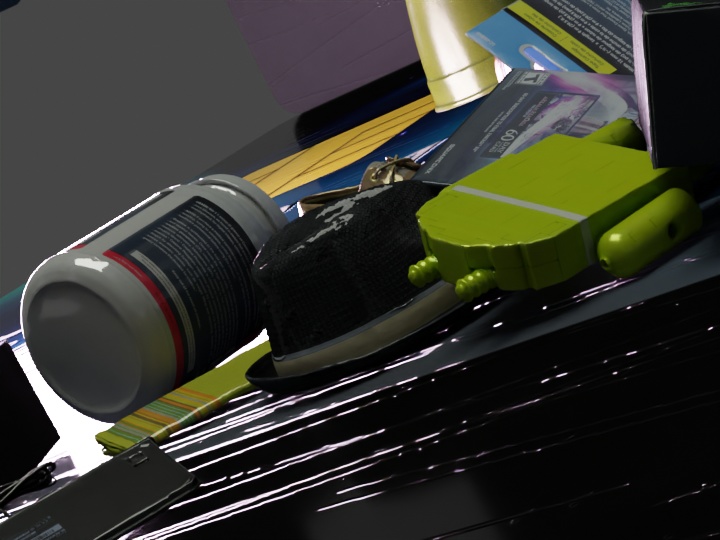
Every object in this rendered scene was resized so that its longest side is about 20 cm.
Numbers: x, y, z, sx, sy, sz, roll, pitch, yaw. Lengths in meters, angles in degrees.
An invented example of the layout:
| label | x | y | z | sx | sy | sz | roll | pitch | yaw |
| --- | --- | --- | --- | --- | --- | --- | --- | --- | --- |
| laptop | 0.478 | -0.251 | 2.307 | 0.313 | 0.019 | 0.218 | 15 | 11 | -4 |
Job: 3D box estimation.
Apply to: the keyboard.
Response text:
| label | x | y | z | sx | sy | sz | roll | pitch | yaw |
| --- | --- | --- | --- | --- | --- | --- | --- | --- | --- |
| keyboard | -0.202 | 0.159 | 1.318 | 0.200 | 0.021 | 0.127 | -29 | 30 | -20 |

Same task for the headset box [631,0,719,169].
| label | x | y | z | sx | sy | sz | roll | pitch | yaw |
| --- | --- | --- | --- | --- | --- | --- | --- | --- | --- |
| headset box | 0.248 | -0.122 | 1.275 | 0.174 | 0.093 | 0.200 | -4 | 11 | 7 |

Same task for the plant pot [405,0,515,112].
| label | x | y | z | sx | sy | sz | roll | pitch | yaw |
| --- | --- | --- | --- | --- | --- | --- | --- | --- | --- |
| plant pot | 0.142 | -0.330 | 2.769 | 0.200 | 0.193 | 0.200 | -27 | 8 | 4 |

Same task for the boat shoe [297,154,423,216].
| label | x | y | z | sx | sy | sz | roll | pitch | yaw |
| --- | --- | --- | --- | --- | --- | --- | --- | --- | --- |
| boat shoe | 0.024 | -0.063 | 1.906 | 0.200 | 0.066 | 0.074 | -22 | 10 | 34 |

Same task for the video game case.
| label | x | y | z | sx | sy | sz | roll | pitch | yaw |
| --- | --- | --- | --- | --- | --- | --- | --- | --- | --- |
| video game case | 0.150 | -0.087 | 1.482 | 0.200 | 0.019 | 0.143 | 7 | 42 | 39 |

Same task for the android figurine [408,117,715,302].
| label | x | y | z | sx | sy | sz | roll | pitch | yaw |
| --- | --- | --- | --- | --- | --- | --- | --- | --- | --- |
| android figurine | 0.119 | -0.036 | 1.348 | 0.200 | 0.041 | 0.182 | -31 | 28 | -30 |

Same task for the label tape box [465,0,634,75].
| label | x | y | z | sx | sy | sz | roll | pitch | yaw |
| --- | --- | --- | --- | --- | --- | --- | --- | --- | --- |
| label tape box | 0.204 | -0.179 | 1.794 | 0.200 | 0.143 | 0.066 | -32 | -35 | -25 |

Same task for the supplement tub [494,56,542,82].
| label | x | y | z | sx | sy | sz | roll | pitch | yaw |
| --- | --- | --- | --- | --- | --- | --- | --- | --- | --- |
| supplement tub | 0.208 | -0.202 | 1.990 | 0.122 | 0.123 | 0.200 | -30 | 9 | -23 |

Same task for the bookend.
| label | x | y | z | sx | sy | sz | roll | pitch | yaw |
| --- | --- | --- | --- | --- | --- | --- | --- | --- | --- |
| bookend | -0.351 | 0.155 | 1.641 | 0.200 | 0.092 | 0.199 | -26 | 8 | 11 |

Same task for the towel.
| label | x | y | z | sx | sy | sz | roll | pitch | yaw |
| --- | --- | --- | --- | --- | --- | --- | --- | --- | --- |
| towel | -0.090 | 0.081 | 1.552 | 0.200 | 0.018 | 0.086 | -29 | 14 | -19 |

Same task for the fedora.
| label | x | y | z | sx | sy | sz | roll | pitch | yaw |
| --- | --- | --- | --- | --- | --- | --- | --- | --- | --- |
| fedora | 0.000 | 0.000 | 1.458 | 0.200 | 0.092 | 0.201 | -25 | 11 | 5 |

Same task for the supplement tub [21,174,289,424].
| label | x | y | z | sx | sy | sz | roll | pitch | yaw |
| --- | --- | --- | --- | --- | --- | --- | --- | --- | --- |
| supplement tub | -0.151 | 0.018 | 1.694 | 0.140 | 0.140 | 0.200 | -20 | 11 | 41 |
